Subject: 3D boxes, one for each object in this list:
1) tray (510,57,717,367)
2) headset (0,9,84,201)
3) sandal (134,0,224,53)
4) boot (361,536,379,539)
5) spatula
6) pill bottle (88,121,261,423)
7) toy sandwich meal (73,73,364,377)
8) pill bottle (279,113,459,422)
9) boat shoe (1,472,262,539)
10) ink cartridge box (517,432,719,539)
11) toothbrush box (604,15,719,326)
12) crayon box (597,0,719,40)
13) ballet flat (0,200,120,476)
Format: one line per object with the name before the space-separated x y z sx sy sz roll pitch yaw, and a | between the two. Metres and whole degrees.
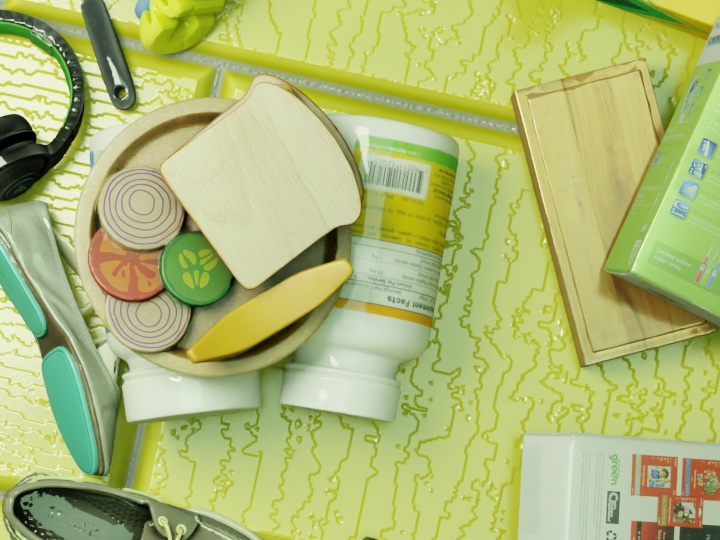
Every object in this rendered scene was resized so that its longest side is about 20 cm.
tray | 0.180 -0.041 1.698 0.098 0.037 0.201 -14 86 -2
headset | -0.279 -0.089 1.687 0.123 0.094 0.200 35 70 6
sandal | -0.109 -0.246 1.661 0.200 0.079 0.087 -46 69 28
boot | 0.041 0.292 1.653 0.131 0.070 0.201 15 89 -5
spatula | -0.200 -0.209 1.710 0.056 0.021 0.201 -22 88 10
pill bottle | -0.124 0.001 1.648 0.113 0.114 0.202 -5 85 -2
toy sandwich meal | -0.089 -0.028 1.561 0.204 0.070 0.207 1 84 -6
pill bottle | 0.000 0.000 1.653 0.110 0.111 0.202 10 85 0
boat shoe | -0.154 0.191 1.658 0.200 0.060 0.073 17 85 0
ink cartridge box | 0.200 0.217 1.642 0.174 0.084 0.202 6 85 -20
toothbrush box | 0.279 -0.059 1.638 0.145 0.086 0.201 24 89 -7
crayon box | 0.214 -0.287 1.708 0.171 0.058 0.201 19 85 0
ballet flat | -0.201 0.043 1.671 0.063 0.067 0.201 -24 88 -30
